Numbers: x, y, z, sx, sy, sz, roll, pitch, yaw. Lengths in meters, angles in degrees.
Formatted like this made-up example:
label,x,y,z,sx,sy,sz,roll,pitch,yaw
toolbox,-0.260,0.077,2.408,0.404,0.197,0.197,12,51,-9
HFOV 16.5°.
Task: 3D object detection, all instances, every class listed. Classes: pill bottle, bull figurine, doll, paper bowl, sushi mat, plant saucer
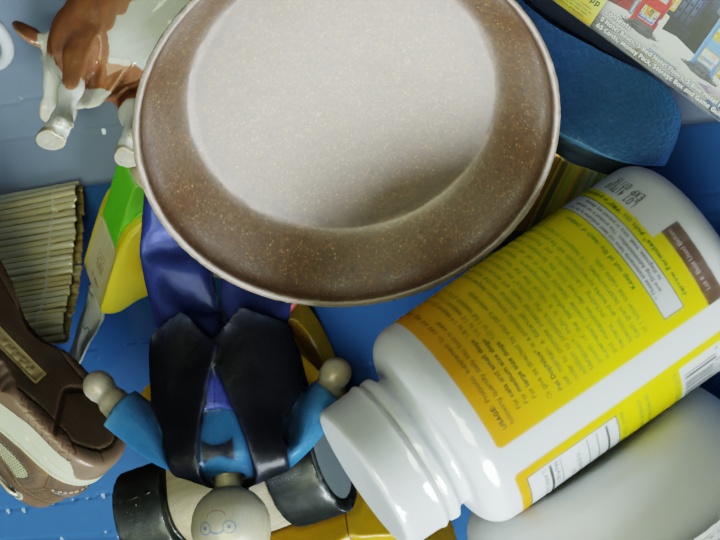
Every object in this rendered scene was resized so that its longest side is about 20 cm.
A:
label,x,y,z,sx,sy,sz,roll,pitch,yaw
pill bottle,0.082,0.045,1.194,0.200,0.109,0.110,-34,102,-10
bull figurine,-0.107,-0.118,1.241,0.065,0.122,0.200,33,128,-32
doll,-0.073,0.046,1.227,0.136,0.048,0.201,-8,81,9
paper bowl,0.134,0.132,1.243,0.200,0.201,0.105,-28,100,22
sushi mat,-0.244,0.008,1.357,0.199,0.096,0.012,-9,149,17
plant saucer,-0.007,-0.074,1.165,0.199,0.037,0.201,-3,125,-5

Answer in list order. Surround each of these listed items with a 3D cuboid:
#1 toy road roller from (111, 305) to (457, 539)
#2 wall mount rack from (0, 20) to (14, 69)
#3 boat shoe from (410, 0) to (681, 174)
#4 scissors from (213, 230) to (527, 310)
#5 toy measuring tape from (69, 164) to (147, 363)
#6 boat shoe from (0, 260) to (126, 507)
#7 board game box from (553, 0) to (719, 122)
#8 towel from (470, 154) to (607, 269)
label,x,y,z,sx,sy,sz,roll,pitch,yaw
toy road roller,-0.041,0.103,1.336,0.122,0.147,0.200,-20,142,19
wall mount rack,-0.274,-0.095,1.318,0.199,0.075,0.174,10,146,23
boat shoe,0.059,-0.098,1.228,0.200,0.069,0.084,35,75,-10
scissors,0.000,0.000,1.281,0.199,0.014,0.074,7,100,-7
toy measuring tape,-0.111,0.002,1.336,0.073,0.074,0.201,25,131,3
boat shoe,-0.211,0.039,1.283,0.203,0.075,0.075,52,129,4
board game box,0.202,-0.173,1.176,0.200,0.062,0.200,37,105,7
towel,0.034,-0.060,1.296,0.199,0.018,0.086,27,111,3
